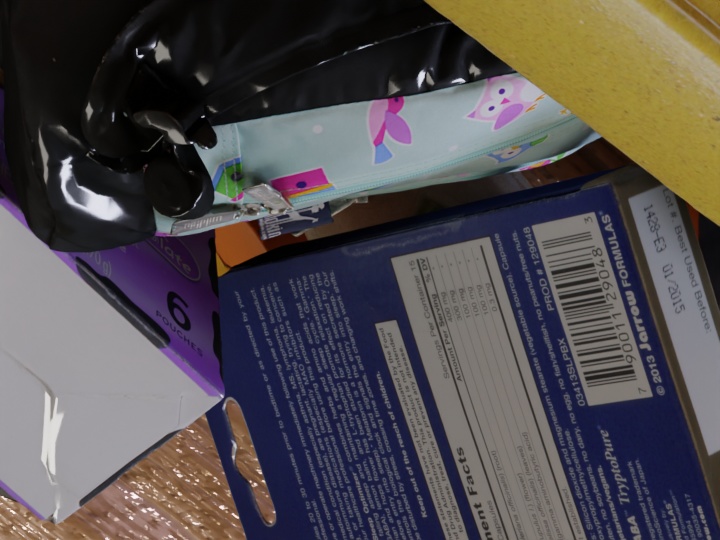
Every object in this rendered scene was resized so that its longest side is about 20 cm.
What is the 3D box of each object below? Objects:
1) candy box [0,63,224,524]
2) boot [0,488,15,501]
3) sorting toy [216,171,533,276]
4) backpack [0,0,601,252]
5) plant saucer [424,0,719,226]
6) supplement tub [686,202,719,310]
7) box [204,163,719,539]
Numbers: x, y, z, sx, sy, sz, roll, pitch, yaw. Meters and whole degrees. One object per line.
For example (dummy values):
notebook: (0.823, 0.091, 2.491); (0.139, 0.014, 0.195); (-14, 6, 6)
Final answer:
candy box: (-0.122, -0.052, 0.828); (0.071, 0.200, 0.168); (-36, 120, 18)
boot: (-0.196, 0.040, 1.136); (0.199, 0.068, 0.131); (23, 152, -1)
sorting toy: (0.000, 0.000, 0.888); (0.200, 0.036, 0.185); (57, 152, 19)
backpack: (-0.003, -0.091, 0.749); (0.199, 0.168, 0.127); (-9, 167, -12)
plant saucer: (0.096, -0.122, 0.630); (0.200, 0.200, 0.048); (34, -172, -27)
supplement tub: (0.160, -0.006, 0.834); (0.107, 0.107, 0.200); (39, 142, -25)
box: (0.029, 0.043, 0.808); (0.200, 0.032, 0.122); (-12, 98, 48)
